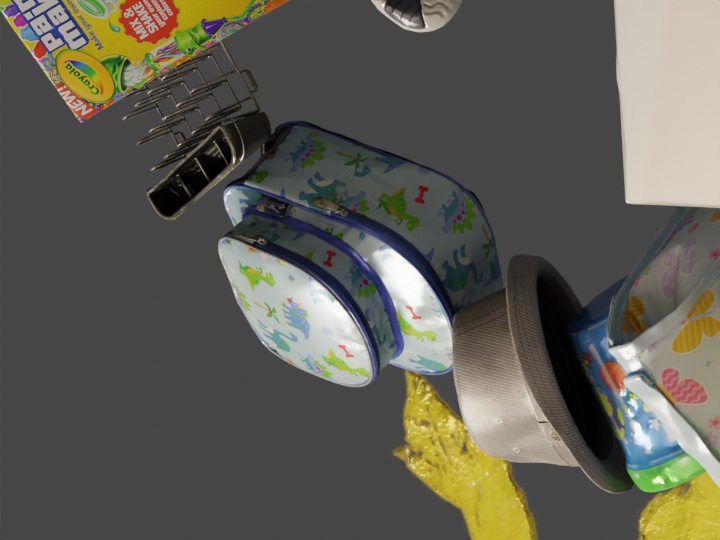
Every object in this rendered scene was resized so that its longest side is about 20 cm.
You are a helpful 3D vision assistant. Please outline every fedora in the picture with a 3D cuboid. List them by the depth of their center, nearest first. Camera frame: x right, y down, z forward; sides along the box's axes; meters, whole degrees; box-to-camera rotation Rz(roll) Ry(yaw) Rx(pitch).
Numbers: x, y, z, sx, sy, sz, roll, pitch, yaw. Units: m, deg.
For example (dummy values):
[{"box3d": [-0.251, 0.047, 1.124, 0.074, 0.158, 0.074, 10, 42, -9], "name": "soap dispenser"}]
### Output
[{"box3d": [0.126, 0.086, 1.727, 0.090, 0.178, 0.200, -20, 139, 19], "name": "fedora"}]

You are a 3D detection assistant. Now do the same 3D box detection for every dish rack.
[{"box3d": [-0.151, -0.154, 1.789, 0.201, 0.054, 0.153, 61, 146, 4], "name": "dish rack"}]

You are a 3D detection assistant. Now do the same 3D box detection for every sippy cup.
[{"box3d": [0.222, 0.069, 1.683, 0.178, 0.140, 0.131, -29, 99, 48], "name": "sippy cup"}]

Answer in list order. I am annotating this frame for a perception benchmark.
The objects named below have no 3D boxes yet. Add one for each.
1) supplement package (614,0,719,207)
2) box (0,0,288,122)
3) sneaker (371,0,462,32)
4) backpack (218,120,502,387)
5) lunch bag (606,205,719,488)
[{"box3d": [0.258, -0.125, 1.267, 0.199, 0.151, 0.153, 4, 113, 26], "name": "supplement package"}, {"box3d": [-0.164, -0.246, 1.565, 0.192, 0.122, 0.200, -30, 119, 10], "name": "box"}, {"box3d": [0.028, -0.206, 1.499, 0.200, 0.079, 0.130, 59, 180, 35], "name": "sneaker"}, {"box3d": [0.000, 0.000, 1.796, 0.199, 0.147, 0.183, 16, 145, 31], "name": "backpack"}, {"box3d": [0.258, 0.044, 1.527, 0.170, 0.200, 0.127, 45, 149, -15], "name": "lunch bag"}]
